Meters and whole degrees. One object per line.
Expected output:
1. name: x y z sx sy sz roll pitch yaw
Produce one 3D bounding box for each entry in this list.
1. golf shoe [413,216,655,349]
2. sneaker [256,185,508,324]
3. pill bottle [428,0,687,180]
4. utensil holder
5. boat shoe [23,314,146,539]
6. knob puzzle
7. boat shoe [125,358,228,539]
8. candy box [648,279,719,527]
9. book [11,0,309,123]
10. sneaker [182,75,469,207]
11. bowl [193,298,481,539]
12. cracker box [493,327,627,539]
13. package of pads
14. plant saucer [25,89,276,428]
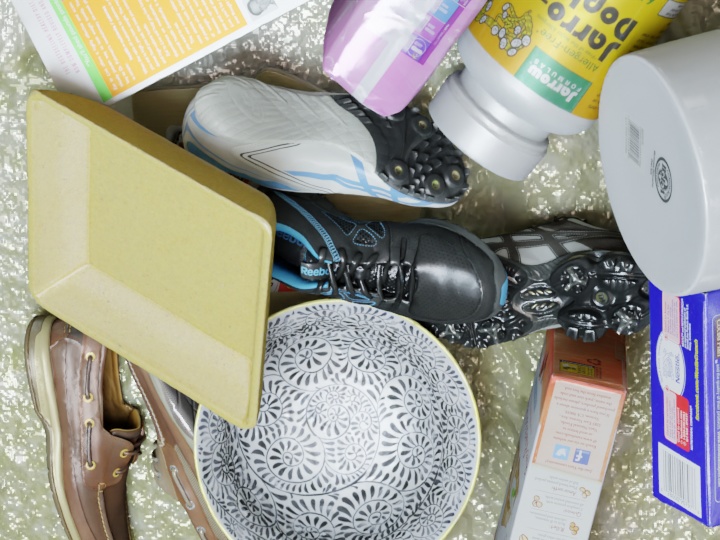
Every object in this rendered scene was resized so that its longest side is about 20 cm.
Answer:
1. golf shoe: 0.116 0.005 1.693 0.198 0.095 0.078 5 115 19
2. sneaker: 0.000 0.000 1.641 0.198 0.082 0.074 14 115 18
3. pill bottle: 0.134 -0.162 1.610 0.112 0.113 0.200 34 110 -8
4. utensil holder: 0.274 -0.081 1.563 0.198 0.170 0.171 -14 111 -17
5. boat shoe: -0.190 0.126 1.769 0.067 0.072 0.202 -8 107 10
6. knob puzzle: -0.055 -0.049 1.713 0.217 0.030 0.222 1 112 3
7. boat shoe: -0.120 0.135 1.767 0.071 0.076 0.201 -23 103 27
8. candy box: 0.296 0.064 1.656 0.198 0.077 0.171 -12 111 -24
9. book: -0.131 -0.203 1.608 0.199 0.048 0.134 -25 103 13
10. sneaker: -0.024 -0.082 1.654 0.198 0.072 0.073 13 153 -11
11. bowl: -0.019 0.116 1.727 0.199 0.094 0.203 0 94 -4
12. cracker box: 0.137 0.141 1.713 0.057 0.134 0.202 12 111 0
13. package of pads: 0.053 -0.207 1.596 0.075 0.121 0.201 32 110 -13
14. plant saucer: -0.131 -0.016 1.625 0.199 0.048 0.201 30 139 20
